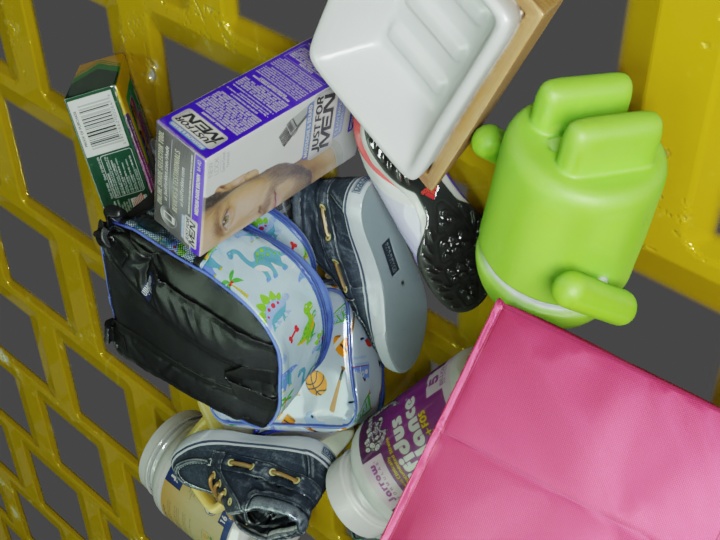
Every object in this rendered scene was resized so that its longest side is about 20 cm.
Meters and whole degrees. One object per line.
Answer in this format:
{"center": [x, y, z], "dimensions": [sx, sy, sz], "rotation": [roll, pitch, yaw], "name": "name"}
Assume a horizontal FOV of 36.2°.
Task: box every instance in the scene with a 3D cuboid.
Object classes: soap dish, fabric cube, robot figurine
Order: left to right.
{"center": [0.052, -0.180, 0.809], "dimensions": [0.158, 0.081, 0.200], "rotation": [52, 146, 14], "name": "soap dish"}
{"center": [0.147, -0.041, 0.788], "dimensions": [0.201, 0.114, 0.176], "rotation": [99, 153, -46], "name": "robot figurine"}
{"center": [0.149, 0.167, 0.794], "dimensions": [0.198, 0.202, 0.196], "rotation": [26, 174, 14], "name": "fabric cube"}

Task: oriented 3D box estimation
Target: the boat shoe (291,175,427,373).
{"center": [0.000, 0.000, 1.030], "dimensions": [0.090, 0.071, 0.202], "rotation": [10, 126, 38], "name": "boat shoe"}

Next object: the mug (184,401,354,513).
{"center": [-0.123, 0.173, 1.247], "dimensions": [0.154, 0.186, 0.150], "rotation": [53, 165, 17], "name": "mug"}

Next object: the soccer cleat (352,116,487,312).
{"center": [0.053, -0.057, 0.946], "dimensions": [0.201, 0.068, 0.073], "rotation": [61, 171, -18], "name": "soccer cleat"}

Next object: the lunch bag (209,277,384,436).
{"center": [-0.072, 0.090, 1.124], "dimensions": [0.198, 0.075, 0.163], "rotation": [-2, 96, 31], "name": "lunch bag"}

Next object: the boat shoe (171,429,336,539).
{"center": [-0.124, 0.216, 1.105], "dimensions": [0.198, 0.091, 0.071], "rotation": [-7, 128, 32], "name": "boat shoe"}

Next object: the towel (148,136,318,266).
{"center": [-0.127, -0.072, 1.118], "dimensions": [0.199, 0.085, 0.167], "rotation": [2, 119, 49], "name": "towel"}

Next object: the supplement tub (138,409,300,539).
{"center": [-0.176, 0.281, 1.417], "dimensions": [0.199, 0.144, 0.146], "rotation": [30, 138, 31], "name": "supplement tub"}

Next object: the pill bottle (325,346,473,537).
{"center": [0.061, 0.164, 1.008], "dimensions": [0.200, 0.112, 0.113], "rotation": [-40, 86, 31], "name": "pill bottle"}

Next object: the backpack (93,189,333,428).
{"center": [-0.118, 0.025, 0.994], "dimensions": [0.199, 0.147, 0.184], "rotation": [31, 140, 20], "name": "backpack"}

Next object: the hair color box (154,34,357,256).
{"center": [-0.080, -0.110, 0.928], "dimensions": [0.065, 0.199, 0.110], "rotation": [38, 142, 22], "name": "hair color box"}

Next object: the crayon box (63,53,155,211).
{"center": [-0.249, -0.113, 1.172], "dimensions": [0.173, 0.058, 0.202], "rotation": [-115, 9, -67], "name": "crayon box"}

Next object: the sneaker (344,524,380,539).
{"center": [0.015, 0.308, 1.249], "dimensions": [0.199, 0.087, 0.075], "rotation": [39, 160, 22], "name": "sneaker"}
